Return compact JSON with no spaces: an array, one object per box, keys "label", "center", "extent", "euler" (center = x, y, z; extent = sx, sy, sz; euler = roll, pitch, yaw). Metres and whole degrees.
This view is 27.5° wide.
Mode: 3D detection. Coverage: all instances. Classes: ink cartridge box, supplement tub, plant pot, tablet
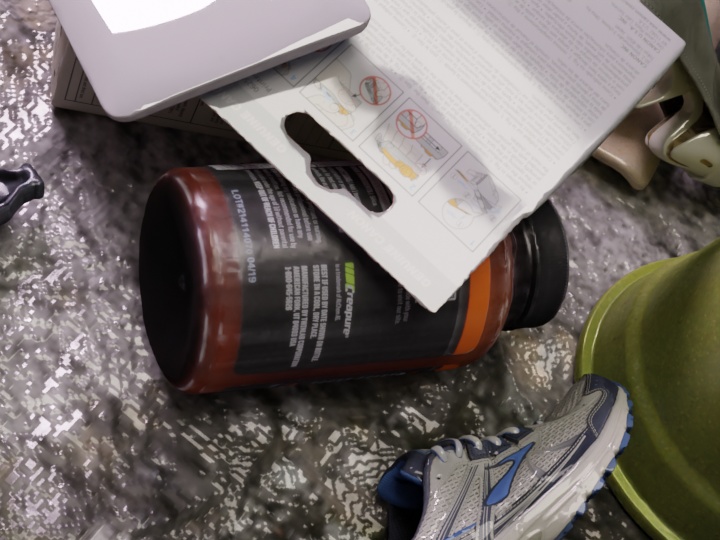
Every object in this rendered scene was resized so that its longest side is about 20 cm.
[{"label":"ink cartridge box","center":[0.036,-0.094,0.706],"extent":[0.162,0.057,0.200],"euler":[42,71,5]},{"label":"supplement tub","center":[0.000,0.000,0.713],"extent":[0.199,0.107,0.108],"euler":[-3,61,-25]},{"label":"plant pot","center":[0.237,0.038,0.739],"extent":[0.199,0.184,0.202],"euler":[10,58,-16]},{"label":"tablet","center":[-0.093,-0.164,0.692],"extent":[0.129,0.014,0.201],"euler":[-23,61,-13]}]

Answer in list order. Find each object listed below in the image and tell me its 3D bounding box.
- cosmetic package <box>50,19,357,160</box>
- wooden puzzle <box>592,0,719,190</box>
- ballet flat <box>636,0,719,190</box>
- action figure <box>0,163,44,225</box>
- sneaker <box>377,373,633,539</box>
[{"label":"cosmetic package","center":[-0.054,-0.124,0.768],"extent":[0.199,0.104,0.074],"euler":[9,58,-19]},{"label":"wooden puzzle","center":[0.128,-0.168,0.905],"extent":[0.199,0.046,0.186],"euler":[33,53,-1]},{"label":"ballet flat","center":[0.182,-0.100,0.843],"extent":[0.064,0.067,0.201],"euler":[-38,121,-10]},{"label":"action figure","center":[-0.244,-0.045,0.644],"extent":[0.193,0.105,0.200],"euler":[38,51,15]},{"label":"sneaker","center":[0.058,0.105,0.693],"extent":[0.085,0.077,0.200],"euler":[39,53,9]}]
